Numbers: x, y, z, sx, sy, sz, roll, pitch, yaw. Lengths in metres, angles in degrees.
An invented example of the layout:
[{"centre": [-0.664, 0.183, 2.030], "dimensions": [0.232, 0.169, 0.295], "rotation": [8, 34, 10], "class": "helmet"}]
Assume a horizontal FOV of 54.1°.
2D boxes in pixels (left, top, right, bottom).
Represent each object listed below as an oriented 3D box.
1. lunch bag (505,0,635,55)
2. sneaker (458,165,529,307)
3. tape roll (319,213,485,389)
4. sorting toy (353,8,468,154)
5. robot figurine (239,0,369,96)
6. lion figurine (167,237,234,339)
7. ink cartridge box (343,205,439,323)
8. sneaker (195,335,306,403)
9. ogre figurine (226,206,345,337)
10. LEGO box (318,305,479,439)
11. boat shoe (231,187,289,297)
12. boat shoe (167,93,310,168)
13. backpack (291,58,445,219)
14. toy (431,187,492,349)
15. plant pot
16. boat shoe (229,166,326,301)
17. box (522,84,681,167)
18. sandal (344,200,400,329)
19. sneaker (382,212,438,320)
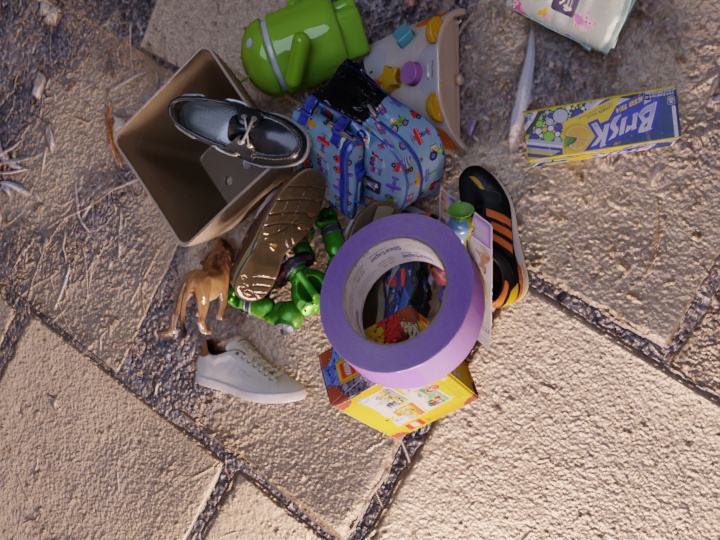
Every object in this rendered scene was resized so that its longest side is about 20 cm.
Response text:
[{"centre": [0.301, -0.410, 0.927], "dimensions": [0.168, 0.122, 0.204], "rotation": [29, 108, 13], "class": "lunch bag"}, {"centre": [0.174, -0.048, 0.980], "dimensions": [0.069, 0.089, 0.206], "rotation": [-19, 87, 40], "class": "sneaker"}, {"centre": [0.050, 0.036, 0.860], "dimensions": [0.195, 0.066, 0.205], "rotation": [-10, 62, 19], "class": "tape roll"}, {"centre": [0.060, -0.271, 1.033], "dimensions": [0.176, 0.106, 0.207], "rotation": [-1, 91, 37], "class": "sorting toy"}, {"centre": [-0.089, -0.331, 1.044], "dimensions": [0.195, 0.117, 0.178], "rotation": [-19, 41, 4], "class": "robot figurine"}, {"centre": [-0.236, 0.023, 1.075], "dimensions": [0.070, 0.200, 0.126], "rotation": [10, 101, -3], "class": "lion figurine"}, {"centre": [0.036, -0.002, 1.067], "dimensions": [0.159, 0.050, 0.204], "rotation": [25, 86, 16], "class": "ink cartridge box"}, {"centre": [-0.175, 0.154, 1.115], "dimensions": [0.195, 0.073, 0.087], "rotation": [10, 97, 19], "class": "sneaker"}, {"centre": [-0.090, 0.011, 1.023], "dimensions": [0.197, 0.099, 0.120], "rotation": [-31, 64, -23], "class": "ogre figurine"}, {"centre": [0.057, 0.147, 0.968], "dimensions": [0.146, 0.200, 0.079], "rotation": [-28, 55, 15], "class": "LEGO box"}, {"centre": [-0.142, -0.025, 1.102], "dimensions": [0.067, 0.071, 0.204], "rotation": [26, 101, 17], "class": "boat shoe"}, {"centre": [-0.162, -0.183, 0.926], "dimensions": [0.195, 0.060, 0.078], "rotation": [13, 94, 16], "class": "boat shoe"}, {"centre": [0.014, -0.158, 0.983], "dimensions": [0.198, 0.184, 0.135], "rotation": [35, 60, 15], "class": "backpack"}, {"centre": [0.127, 0.005, 0.950], "dimensions": [0.115, 0.046, 0.204], "rotation": [45, 146, 47], "class": "toy"}, {"centre": [-0.207, -0.172, 1.063], "dimensions": [0.198, 0.177, 0.202], "rotation": [-39, 79, 13], "class": "plant pot"}, {"centre": [-0.122, -0.059, 0.972], "dimensions": [0.203, 0.071, 0.067], "rotation": [-57, 40, 7], "class": "boat shoe"}, {"centre": [0.322, -0.191, 0.952], "dimensions": [0.194, 0.064, 0.072], "rotation": [-7, 89, 18], "class": "box"}, {"centre": [0.000, 0.000, 0.976], "dimensions": [0.078, 0.054, 0.206], "rotation": [5, 107, -27], "class": "sandal"}, {"centre": [0.059, 0.016, 1.005], "dimensions": [0.077, 0.075, 0.206], "rotation": [12, 85, 34], "class": "sneaker"}]
